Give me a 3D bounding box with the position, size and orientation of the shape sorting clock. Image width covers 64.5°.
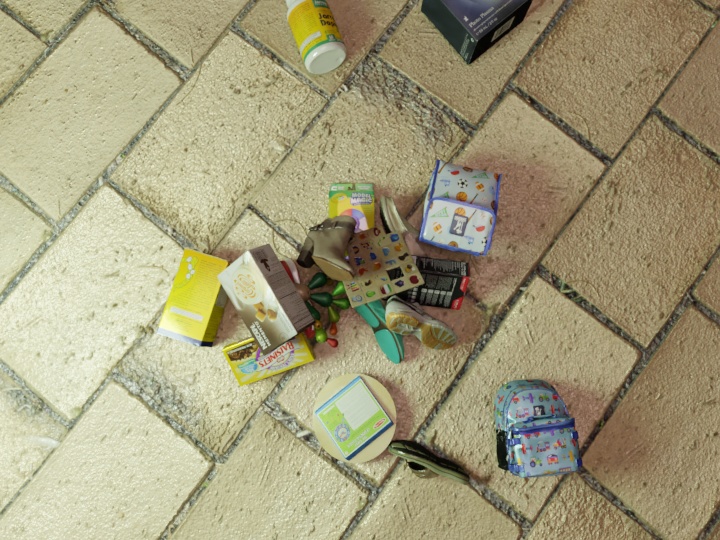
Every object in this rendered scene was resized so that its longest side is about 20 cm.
[{"bbox_3d":[-0.014,0.342,1.324,0.196,0.039,0.204,-2,79,10],"label":"shape sorting clock"}]

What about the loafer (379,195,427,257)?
[{"bbox_3d":[0.103,-0.090,1.374,0.067,0.076,0.203,-23,92,-5],"label":"loafer"}]

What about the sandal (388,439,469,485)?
[{"bbox_3d":[0.152,0.448,1.296,0.199,0.080,0.058,26,96,3],"label":"sandal"}]

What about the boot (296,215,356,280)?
[{"bbox_3d":[-0.053,-0.060,1.273,0.198,0.071,0.147,15,58,40],"label":"boot"}]

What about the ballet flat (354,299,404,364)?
[{"bbox_3d":[0.056,0.123,1.339,0.070,0.067,0.201,-43,105,-37],"label":"ballet flat"}]

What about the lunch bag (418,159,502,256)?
[{"bbox_3d":[0.233,-0.141,1.337,0.167,0.124,0.203,14,67,4],"label":"lunch bag"}]

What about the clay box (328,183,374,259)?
[{"bbox_3d":[-0.022,-0.118,1.385,0.113,0.048,0.204,0,83,-1],"label":"clay box"}]

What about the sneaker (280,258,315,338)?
[{"bbox_3d":[-0.182,0.073,1.319,0.114,0.078,0.202,-11,66,-38],"label":"sneaker"}]

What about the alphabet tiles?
[{"bbox_3d":[0.031,-0.019,1.275,0.165,0.008,0.202,-18,50,-5],"label":"alphabet tiles"}]

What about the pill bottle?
[{"bbox_3d":[-0.117,-0.608,1.420,0.111,0.113,0.203,-21,82,-4],"label":"pill bottle"}]

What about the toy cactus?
[{"bbox_3d":[-0.098,0.062,1.281,0.162,0.102,0.203,15,71,-13],"label":"toy cactus"}]

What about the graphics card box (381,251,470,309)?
[{"bbox_3d":[0.146,0.026,1.328,0.196,0.126,0.051,6,50,0],"label":"graphics card box"}]

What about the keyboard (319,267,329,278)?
[{"bbox_3d":[0.000,0.000,1.368,0.196,0.057,0.011,0,40,-1],"label":"keyboard"}]

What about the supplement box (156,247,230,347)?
[{"bbox_3d":[-0.376,0.066,1.324,0.108,0.109,0.203,17,82,2],"label":"supplement box"}]

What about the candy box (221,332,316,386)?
[{"bbox_3d":[-0.210,0.190,1.309,0.197,0.026,0.103,-21,105,13],"label":"candy box"}]

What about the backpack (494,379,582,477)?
[{"bbox_3d":[0.395,0.349,1.283,0.179,0.135,0.204,-2,79,-2],"label":"backpack"}]

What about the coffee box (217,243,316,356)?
[{"bbox_3d":[-0.201,0.062,1.221,0.114,0.079,0.202,-32,87,31],"label":"coffee box"}]

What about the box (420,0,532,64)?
[{"bbox_3d":[0.289,-0.673,1.431,0.199,0.123,0.199,-40,83,-6],"label":"box"}]

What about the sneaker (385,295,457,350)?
[{"bbox_3d":[0.145,0.115,1.331,0.198,0.088,0.076,27,122,-25],"label":"sneaker"}]
